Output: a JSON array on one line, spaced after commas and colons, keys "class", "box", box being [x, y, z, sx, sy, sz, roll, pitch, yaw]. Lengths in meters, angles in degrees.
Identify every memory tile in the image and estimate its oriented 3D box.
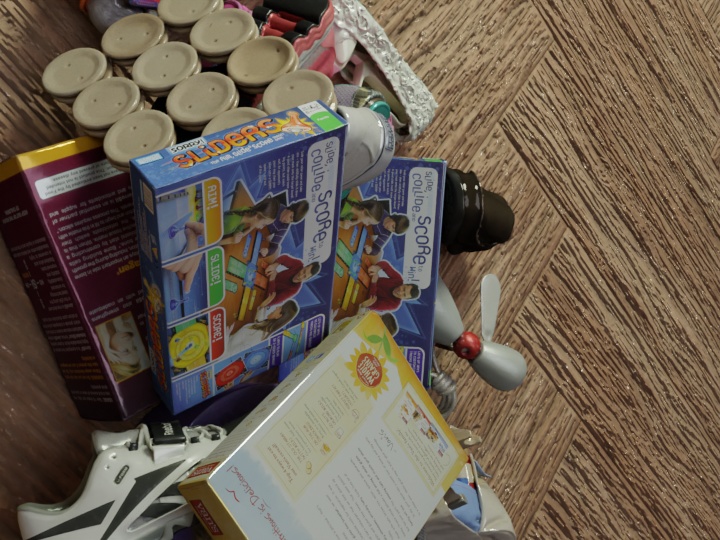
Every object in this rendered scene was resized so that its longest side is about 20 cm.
[{"class": "memory tile", "box": [-0.123, -0.129, 0.633, 0.153, 0.200, 0.017, -37, 145, -14]}]

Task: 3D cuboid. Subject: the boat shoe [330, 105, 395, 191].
[{"class": "boat shoe", "box": [-0.072, -0.064, 0.660, 0.070, 0.200, 0.071, 9, 62, -58]}]

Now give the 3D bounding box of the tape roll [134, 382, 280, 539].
[{"class": "tape roll", "box": [-0.097, 0.191, 0.732, 0.200, 0.085, 0.200, 5, 82, -40]}]

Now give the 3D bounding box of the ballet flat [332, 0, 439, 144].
[{"class": "ballet flat", "box": [0.001, -0.198, 0.863, 0.200, 0.072, 0.072, 42, 61, -26]}]

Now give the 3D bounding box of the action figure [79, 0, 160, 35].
[{"class": "action figure", "box": [-0.186, -0.277, 0.729, 0.200, 0.104, 0.194, -3, 93, -67]}]

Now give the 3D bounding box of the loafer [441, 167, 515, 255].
[{"class": "loafer", "box": [0.114, -0.059, 0.874, 0.200, 0.071, 0.073, 25, 62, -81]}]

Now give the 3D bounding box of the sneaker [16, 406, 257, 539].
[{"class": "sneaker", "box": [-0.136, 0.133, 0.610, 0.200, 0.074, 0.089, -33, 95, -23]}]

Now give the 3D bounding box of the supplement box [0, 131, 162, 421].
[{"class": "supplement box", "box": [-0.186, 0.000, 0.678, 0.110, 0.086, 0.200, -27, 102, -39]}]

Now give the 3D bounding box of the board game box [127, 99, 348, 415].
[{"class": "board game box", "box": [-0.078, -0.004, 0.600, 0.135, 0.034, 0.200, -23, 140, -30]}]

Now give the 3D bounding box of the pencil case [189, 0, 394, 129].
[{"class": "pencil case", "box": [-0.055, -0.153, 0.797, 0.200, 0.094, 0.091, 28, 53, -36]}]

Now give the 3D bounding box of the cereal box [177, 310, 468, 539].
[{"class": "cereal box", "box": [-0.015, 0.139, 0.618, 0.200, 0.039, 0.144, -42, 105, -45]}]

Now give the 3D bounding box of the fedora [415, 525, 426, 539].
[{"class": "fedora", "box": [-0.034, 0.218, 0.666, 0.177, 0.090, 0.200, 30, 55, -36]}]

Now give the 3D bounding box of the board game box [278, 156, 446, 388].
[{"class": "board game box", "box": [0.000, 0.000, 0.784, 0.135, 0.034, 0.200, 4, 100, -3]}]

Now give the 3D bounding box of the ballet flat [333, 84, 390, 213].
[{"class": "ballet flat", "box": [-0.043, -0.057, 0.722, 0.072, 0.072, 0.201, 18, 100, -37]}]

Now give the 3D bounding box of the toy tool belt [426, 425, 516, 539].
[{"class": "toy tool belt", "box": [0.059, 0.194, 0.839, 0.200, 0.125, 0.123, 44, 24, -45]}]

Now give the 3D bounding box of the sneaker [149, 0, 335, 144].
[{"class": "sneaker", "box": [-0.080, -0.124, 0.684, 0.200, 0.074, 0.087, -49, 148, -21]}]

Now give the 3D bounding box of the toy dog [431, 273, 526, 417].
[{"class": "toy dog", "box": [0.074, 0.038, 0.888, 0.200, 0.132, 0.096, 59, 15, -23]}]
